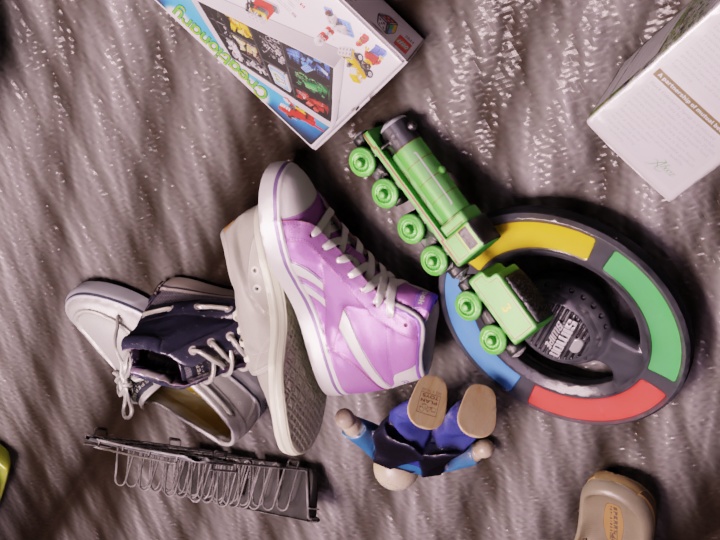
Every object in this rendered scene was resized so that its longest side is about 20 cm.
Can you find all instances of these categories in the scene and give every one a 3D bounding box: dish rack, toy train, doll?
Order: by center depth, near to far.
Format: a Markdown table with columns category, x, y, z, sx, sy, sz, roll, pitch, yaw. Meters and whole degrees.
| category | x | y | z | sx | sy | sz | roll | pitch | yaw |
| --- | --- | --- | --- | --- | --- | --- | --- | --- | --- |
| toy train | 0.065 | -0.027 | 1.288 | 0.056 | 0.042 | 0.200 | -41 | 81 | 35 |
| doll | 0.045 | 0.134 | 1.450 | 0.136 | 0.049 | 0.200 | 11 | 158 | -7 |
| dish rack | -0.139 | 0.177 | 1.558 | 0.153 | 0.055 | 0.200 | 5 | 173 | 31 |

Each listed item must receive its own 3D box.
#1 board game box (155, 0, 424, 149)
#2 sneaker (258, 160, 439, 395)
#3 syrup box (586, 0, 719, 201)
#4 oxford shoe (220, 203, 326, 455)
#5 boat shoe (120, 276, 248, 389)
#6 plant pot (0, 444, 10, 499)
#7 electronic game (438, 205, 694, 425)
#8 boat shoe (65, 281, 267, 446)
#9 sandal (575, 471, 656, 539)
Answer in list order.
| category | x | y | z | sx | sy | sz | roll | pitch | yaw |
| --- | --- | --- | --- | --- | --- | --- | --- | --- | --- |
| board game box | -0.066 | -0.190 | 1.267 | 0.200 | 0.035 | 0.126 | 43 | 137 | -8 |
| sneaker | 0.000 | 0.000 | 1.373 | 0.114 | 0.073 | 0.201 | -8 | 118 | 27 |
| syrup box | 0.235 | -0.135 | 1.085 | 0.081 | 0.079 | 0.200 | 42 | 138 | -6 |
| oxford shoe | -0.069 | 0.046 | 1.411 | 0.058 | 0.075 | 0.201 | -9 | 91 | 27 |
| boat shoe | -0.101 | 0.064 | 1.476 | 0.199 | 0.093 | 0.075 | 5 | 130 | 28 |
| plant pot | -0.471 | 0.237 | 1.813 | 0.199 | 0.182 | 0.200 | 32 | 138 | 3 |
| electronic game | 0.150 | 0.036 | 1.324 | 0.199 | 0.042 | 0.201 | 18 | 135 | 19 |
| boat shoe | -0.184 | 0.091 | 1.561 | 0.202 | 0.086 | 0.075 | 34 | 138 | 2 |
| sandal | 0.207 | 0.249 | 1.458 | 0.080 | 0.054 | 0.201 | 11 | 132 | 26 |
